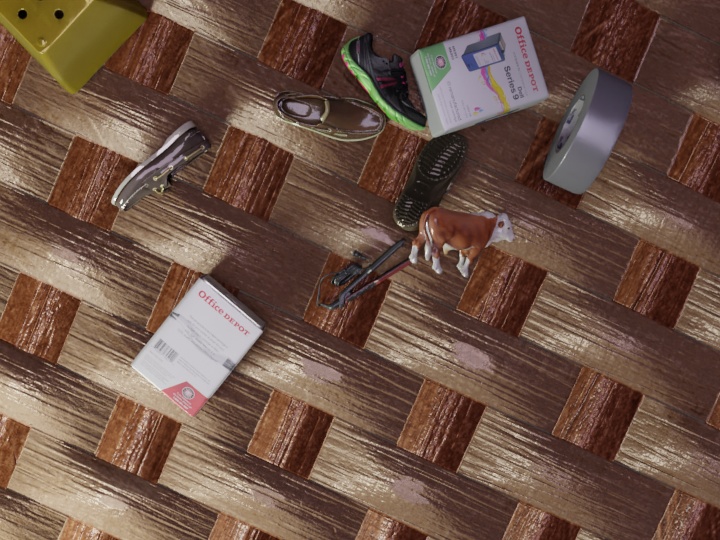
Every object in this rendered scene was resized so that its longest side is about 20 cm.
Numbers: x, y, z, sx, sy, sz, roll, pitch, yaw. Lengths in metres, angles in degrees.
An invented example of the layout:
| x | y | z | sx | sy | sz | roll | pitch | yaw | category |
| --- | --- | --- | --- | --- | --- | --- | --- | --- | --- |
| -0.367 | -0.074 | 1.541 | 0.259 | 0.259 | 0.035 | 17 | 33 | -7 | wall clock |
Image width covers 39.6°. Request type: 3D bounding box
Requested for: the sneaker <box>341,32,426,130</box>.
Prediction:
| x | y | z | sx | sy | sz | roll | pitch | yaw | category |
| --- | --- | --- | --- | --- | --- | --- | --- | --- | --- |
| 0.051 | -0.325 | 1.726 | 0.084 | 0.077 | 0.200 | -40 | 94 | 7 | sneaker |

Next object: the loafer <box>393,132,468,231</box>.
| x | y | z | sx | sy | sz | roll | pitch | yaw | category |
| --- | --- | --- | --- | --- | --- | --- | --- | --- | --- |
| 0.119 | -0.154 | 1.746 | 0.076 | 0.068 | 0.201 | 33 | 78 | 10 | loafer |

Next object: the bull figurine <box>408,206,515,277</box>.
| x | y | z | sx | sy | sz | roll | pitch | yaw | category |
| --- | --- | --- | --- | --- | --- | --- | --- | --- | --- |
| 0.175 | -0.054 | 1.726 | 0.198 | 0.065 | 0.123 | 10 | 106 | -33 | bull figurine |

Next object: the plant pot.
| x | y | z | sx | sy | sz | roll | pitch | yaw | category |
| --- | --- | --- | --- | --- | --- | --- | --- | --- | --- |
| -0.507 | -0.442 | 1.669 | 0.200 | 0.176 | 0.200 | -45 | 93 | 4 | plant pot |

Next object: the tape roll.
| x | y | z | sx | sy | sz | roll | pitch | yaw | category |
| --- | --- | --- | --- | --- | --- | --- | --- | --- | --- |
| 0.377 | -0.231 | 1.670 | 0.065 | 0.200 | 0.203 | 23 | 94 | -2 | tape roll |

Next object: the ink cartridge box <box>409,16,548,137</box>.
| x | y | z | sx | sy | sz | roll | pitch | yaw | category |
| --- | --- | --- | --- | --- | --- | --- | --- | --- | --- |
| 0.202 | -0.329 | 1.705 | 0.197 | 0.087 | 0.147 | -18 | 93 | -10 | ink cartridge box |

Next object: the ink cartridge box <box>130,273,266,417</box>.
| x | y | z | sx | sy | sz | roll | pitch | yaw | category |
| --- | --- | --- | --- | --- | --- | --- | --- | --- | --- |
| -0.281 | 0.129 | 1.758 | 0.146 | 0.083 | 0.201 | 40 | 94 | -3 | ink cartridge box |

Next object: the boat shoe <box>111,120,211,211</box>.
| x | y | z | sx | sy | sz | roll | pitch | yaw | category |
| --- | --- | --- | --- | --- | --- | --- | --- | --- | --- |
| -0.347 | -0.171 | 1.743 | 0.200 | 0.072 | 0.060 | -44 | 90 | -2 | boat shoe |

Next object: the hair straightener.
| x | y | z | sx | sy | sz | roll | pitch | yaw | category |
| --- | --- | --- | --- | --- | --- | --- | --- | --- | --- |
| 0.000 | 0.000 | 1.775 | 0.199 | 0.041 | 0.077 | -33 | 93 | 7 | hair straightener |

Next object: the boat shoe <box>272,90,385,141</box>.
| x | y | z | sx | sy | sz | roll | pitch | yaw | category |
| --- | --- | --- | --- | --- | --- | --- | --- | --- | --- |
| -0.055 | -0.267 | 1.731 | 0.199 | 0.075 | 0.076 | 7 | 95 | 0 | boat shoe |
